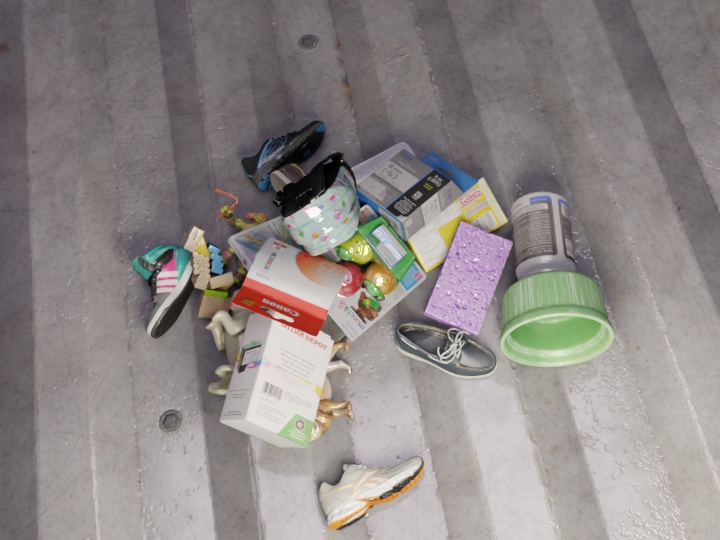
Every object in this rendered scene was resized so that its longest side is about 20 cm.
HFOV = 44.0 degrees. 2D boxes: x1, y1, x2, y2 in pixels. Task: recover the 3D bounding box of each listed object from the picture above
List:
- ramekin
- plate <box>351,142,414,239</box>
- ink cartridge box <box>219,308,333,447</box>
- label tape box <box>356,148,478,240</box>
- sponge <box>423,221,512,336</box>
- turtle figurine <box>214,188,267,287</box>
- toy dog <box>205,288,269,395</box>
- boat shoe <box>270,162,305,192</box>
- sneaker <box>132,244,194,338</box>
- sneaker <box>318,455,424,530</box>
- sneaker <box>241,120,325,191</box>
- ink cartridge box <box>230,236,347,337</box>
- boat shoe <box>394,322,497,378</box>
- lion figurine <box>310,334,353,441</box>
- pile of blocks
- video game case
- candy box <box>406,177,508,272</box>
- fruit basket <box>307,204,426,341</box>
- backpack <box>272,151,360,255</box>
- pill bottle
[{"bbox_3d":[0.345,0.085,1.588,0.198,0.201,0.099,-2,58,4],"label":"ramekin"},{"bbox_3d":[0.054,-0.141,1.806,0.199,0.032,0.200,-28,65,-8],"label":"plate"},{"bbox_3d":[-0.142,0.188,1.543,0.084,0.144,0.202,-11,57,44],"label":"ink cartridge box"},{"bbox_3d":[0.110,-0.168,1.739,0.200,0.064,0.144,-39,52,-17],"label":"label tape box"},{"bbox_3d":[0.206,0.014,1.701,0.111,0.030,0.202,23,74,1],"label":"sponge"},{"bbox_3d":[-0.237,-0.060,1.776,0.199,0.064,0.162,33,81,1],"label":"turtle figurine"},{"bbox_3d":[-0.192,0.118,1.654,0.192,0.140,0.202,4,65,-7],"label":"toy dog"},{"bbox_3d":[-0.097,-0.138,1.800,0.059,0.072,0.200,-36,73,-28],"label":"boat shoe"},{"bbox_3d":[-0.398,0.027,1.740,0.120,0.084,0.201,21,61,9],"label":"sneaker"},{"bbox_3d":[0.015,0.364,1.555,0.199,0.076,0.092,-27,61,-9],"label":"sneaker"},{"bbox_3d":[-0.160,-0.257,1.858,0.200,0.073,0.082,-39,66,-14],"label":"sneaker"},{"bbox_3d":[-0.120,0.024,1.550,0.161,0.051,0.200,22,25,1],"label":"ink cartridge box"},{"bbox_3d":[0.158,0.141,1.648,0.198,0.062,0.075,21,67,14],"label":"boat shoe"},{"bbox_3d":[-0.077,0.216,1.632,0.121,0.073,0.202,-4,63,5],"label":"lion figurine"},{"bbox_3d":[-0.293,-0.002,1.715,0.081,0.202,0.062,-14,24,-14],"label":"pile of blocks"},{"bbox_3d":[-0.128,-0.019,1.693,0.199,0.022,0.183,-27,77,-44],"label":"video game case"},{"bbox_3d":[0.183,-0.090,1.753,0.199,0.026,0.103,-31,91,-9],"label":"candy box"},{"bbox_3d":[0.000,0.000,1.679,0.200,0.094,0.186,-38,86,-23],"label":"fruit basket"},{"bbox_3d":[-0.072,-0.117,1.639,0.166,0.200,0.127,-37,106,13],"label":"backpack"},{"bbox_3d":[0.346,-0.036,1.683,0.112,0.114,0.202,-2,63,5],"label":"pill bottle"}]
